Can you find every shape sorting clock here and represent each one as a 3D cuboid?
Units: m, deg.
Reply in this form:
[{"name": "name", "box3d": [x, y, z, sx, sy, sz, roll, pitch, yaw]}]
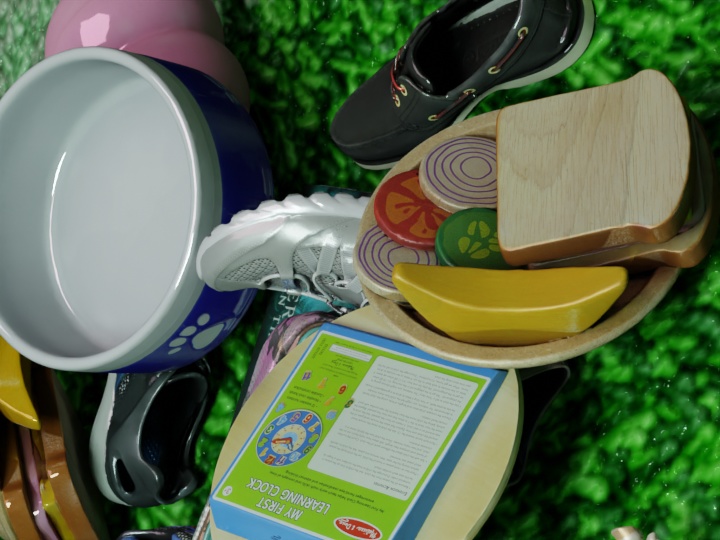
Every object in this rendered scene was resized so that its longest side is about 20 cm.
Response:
[{"name": "shape sorting clock", "box3d": [0.003, 0.103, 1.414, 0.199, 0.039, 0.201, -21, 44, 21]}]

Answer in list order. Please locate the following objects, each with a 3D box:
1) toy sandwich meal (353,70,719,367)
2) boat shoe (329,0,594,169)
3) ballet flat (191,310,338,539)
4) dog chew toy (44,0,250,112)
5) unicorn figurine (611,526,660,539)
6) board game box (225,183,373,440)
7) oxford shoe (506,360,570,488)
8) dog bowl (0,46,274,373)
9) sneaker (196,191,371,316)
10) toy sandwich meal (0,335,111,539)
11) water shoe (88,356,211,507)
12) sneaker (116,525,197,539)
[{"name": "toy sandwich meal", "box3d": [0.092, -0.034, 1.387, 0.204, 0.070, 0.206, -7, 49, 8]}, {"name": "boat shoe", "box3d": [0.048, -0.124, 1.559, 0.201, 0.063, 0.074, -29, 56, 41]}, {"name": "ballet flat", "box3d": [-0.057, 0.119, 1.532, 0.071, 0.069, 0.201, 2, 71, 68]}, {"name": "dog chew toy", "box3d": [-0.130, -0.117, 1.723, 0.125, 0.124, 0.200, -51, 50, 20]}, {"name": "unicorn figurine", "box3d": [0.097, 0.208, 1.336, 0.199, 0.074, 0.138, -13, 74, 39]}, {"name": "board game box", "box3d": [-0.014, 0.050, 1.577, 0.135, 0.028, 0.201, 9, 81, 51]}, {"name": "oxford shoe", "box3d": [0.044, 0.111, 1.451, 0.200, 0.071, 0.073, -58, 44, 12]}, {"name": "dog bowl", "box3d": [-0.152, -0.036, 1.611, 0.199, 0.079, 0.201, -4, 83, 37]}, {"name": "sneaker", "box3d": [0.000, 0.000, 1.493, 0.199, 0.075, 0.082, -5, 77, 14]}, {"name": "toy sandwich meal", "box3d": [-0.211, 0.099, 1.706, 0.070, 0.205, 0.206, -9, 60, 5]}, {"name": "water shoe", "box3d": [-0.123, 0.054, 1.675, 0.079, 0.071, 0.201, 1, 84, 46]}, {"name": "sneaker", "box3d": [-0.138, 0.192, 1.617, 0.200, 0.078, 0.076, -24, 56, 41]}]
